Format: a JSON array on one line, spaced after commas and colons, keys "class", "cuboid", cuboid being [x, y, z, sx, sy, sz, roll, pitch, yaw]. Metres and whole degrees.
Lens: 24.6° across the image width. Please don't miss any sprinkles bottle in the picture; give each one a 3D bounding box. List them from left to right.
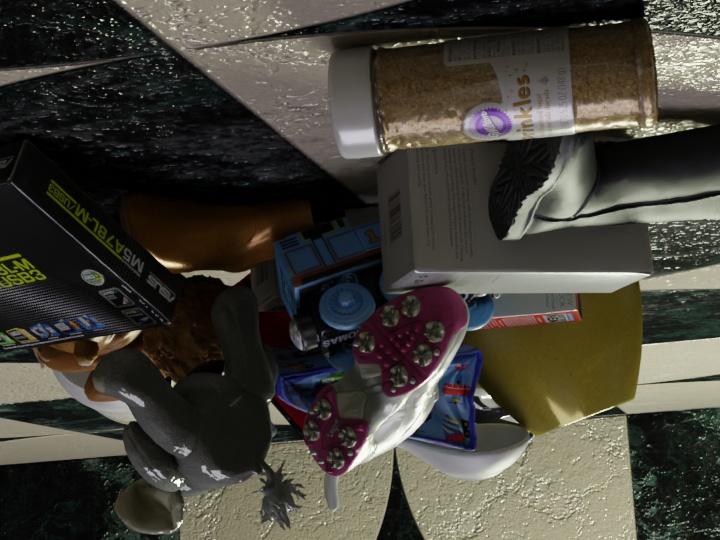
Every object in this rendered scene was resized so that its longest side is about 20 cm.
[{"class": "sprinkles bottle", "cuboid": [0.081, -0.112, 1.016, 0.198, 0.069, 0.068, -5, 169, 8]}]

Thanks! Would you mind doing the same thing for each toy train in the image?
[{"class": "toy train", "cuboid": [0.027, 0.004, 1.367, 0.199, 0.115, 0.087, -19, 142, -11]}]

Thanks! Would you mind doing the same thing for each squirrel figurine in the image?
[{"class": "squirrel figurine", "cuboid": [-0.202, 0.040, 1.471, 0.198, 0.143, 0.187, 1, 170, 14]}]

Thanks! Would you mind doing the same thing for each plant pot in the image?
[{"class": "plant pot", "cuboid": [0.186, 0.073, 1.560, 0.199, 0.143, 0.200, -20, 173, -2]}]

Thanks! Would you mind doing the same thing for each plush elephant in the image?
[{"class": "plush elephant", "cuboid": [-0.143, 0.131, 1.369, 0.165, 0.201, 0.154, -39, -167, -38]}]

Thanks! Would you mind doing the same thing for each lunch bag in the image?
[{"class": "lunch bag", "cuboid": [-0.008, 0.101, 1.485, 0.198, 0.095, 0.150, 2, -173, -15]}]

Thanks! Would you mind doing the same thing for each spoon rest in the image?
[{"class": "spoon rest", "cuboid": [0.060, 0.170, 1.533, 0.198, 0.061, 0.099, -13, -169, -7]}]

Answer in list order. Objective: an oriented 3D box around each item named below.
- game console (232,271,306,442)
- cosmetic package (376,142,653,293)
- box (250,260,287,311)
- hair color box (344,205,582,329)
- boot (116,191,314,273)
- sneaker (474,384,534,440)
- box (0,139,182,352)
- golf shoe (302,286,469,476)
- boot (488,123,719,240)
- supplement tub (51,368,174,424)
[{"class": "game console", "cuboid": [-0.060, 0.097, 1.642, 0.172, 0.200, 0.119, -39, 175, -40]}, {"class": "cosmetic package", "cuboid": [0.120, -0.040, 1.295, 0.198, 0.109, 0.085, 2, 167, -17]}, {"class": "box", "cuboid": [0.000, 0.000, 1.558, 0.198, 0.069, 0.082, 1, 167, -19]}, {"class": "hair color box", "cuboid": [0.090, -0.005, 1.450, 0.198, 0.112, 0.064, -6, 169, 10]}, {"class": "boot", "cuboid": [-0.112, -0.039, 1.368, 0.143, 0.071, 0.201, -11, 171, 8]}, {"class": "sneaker", "cuboid": [0.103, 0.136, 1.656, 0.199, 0.073, 0.112, 15, 123, -21]}, {"class": "box", "cuboid": [-0.272, -0.012, 1.287, 0.199, 0.048, 0.193, -9, 143, 33]}, {"class": "golf shoe", "cuboid": [0.033, 0.083, 1.321, 0.091, 0.076, 0.200, -4, 142, -47]}, {"class": "boot", "cuboid": [0.208, -0.083, 1.199, 0.198, 0.066, 0.165, -4, 158, -14]}, {"class": "supplement tub", "cuboid": [-0.239, 0.077, 1.680, 0.144, 0.147, 0.200, -3, 168, 1]}]
